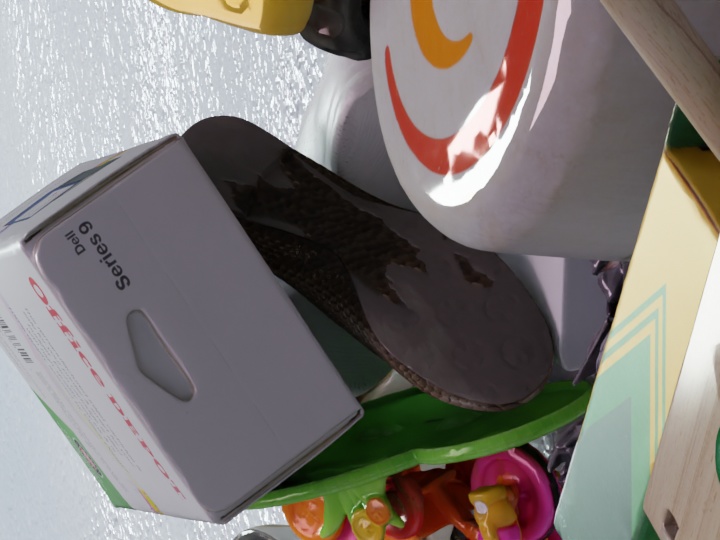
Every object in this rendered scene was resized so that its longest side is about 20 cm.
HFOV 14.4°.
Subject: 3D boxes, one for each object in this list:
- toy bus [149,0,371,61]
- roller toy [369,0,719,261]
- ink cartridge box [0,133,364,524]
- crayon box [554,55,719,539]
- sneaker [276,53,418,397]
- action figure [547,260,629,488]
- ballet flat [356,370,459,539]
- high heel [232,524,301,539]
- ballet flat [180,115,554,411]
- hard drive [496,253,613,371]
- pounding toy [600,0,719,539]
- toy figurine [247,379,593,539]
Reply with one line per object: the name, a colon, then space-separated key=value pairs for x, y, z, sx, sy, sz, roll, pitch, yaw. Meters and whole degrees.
toy bus: x=0.000 y=-0.195 z=1.094 sx=0.135 sy=0.200 sz=0.193 roll=28 pitch=122 yaw=30
roller toy: x=0.094 y=-0.096 z=0.966 sx=0.200 sy=0.139 sz=0.183 roll=-131 pitch=49 yaw=-60
ink cartridge box: x=-0.095 y=0.028 z=1.242 sx=0.146 sy=0.087 sz=0.200 roll=56 pitch=166 yaw=-8
crayon box: x=0.143 y=0.020 z=0.892 sx=0.052 sy=0.125 sz=0.201 roll=-118 pitch=28 yaw=-42
sneaker: x=-0.007 y=-0.029 z=1.305 sx=0.089 sy=0.075 sz=0.201 roll=-112 pitch=33 yaw=-49
action figure: x=0.119 y=0.065 z=1.064 sx=0.130 sy=0.069 sz=0.201 roll=106 pitch=153 yaw=-57
ballet flat: x=0.011 y=0.078 z=1.388 sx=0.065 sy=0.070 sz=0.201 roll=-36 pitch=63 yaw=37
high heel: x=-0.021 y=0.196 z=1.472 sx=0.200 sy=0.071 sz=0.143 roll=129 pitch=137 yaw=-52
ballet flat: x=0.000 y=0.000 z=1.211 sx=0.199 sy=0.067 sz=0.046 roll=32 pitch=158 yaw=22
hard drive: x=0.058 y=-0.055 z=1.241 sx=0.200 sy=0.027 sz=0.133 roll=-136 pitch=42 yaw=-60
pounding toy: x=0.154 y=0.012 z=0.756 sx=0.142 sy=0.199 sz=0.185 roll=-118 pitch=28 yaw=-43
toy figurine: x=0.050 y=0.153 z=1.250 sx=0.199 sy=0.150 sz=0.185 roll=-12 pitch=100 yaw=46
